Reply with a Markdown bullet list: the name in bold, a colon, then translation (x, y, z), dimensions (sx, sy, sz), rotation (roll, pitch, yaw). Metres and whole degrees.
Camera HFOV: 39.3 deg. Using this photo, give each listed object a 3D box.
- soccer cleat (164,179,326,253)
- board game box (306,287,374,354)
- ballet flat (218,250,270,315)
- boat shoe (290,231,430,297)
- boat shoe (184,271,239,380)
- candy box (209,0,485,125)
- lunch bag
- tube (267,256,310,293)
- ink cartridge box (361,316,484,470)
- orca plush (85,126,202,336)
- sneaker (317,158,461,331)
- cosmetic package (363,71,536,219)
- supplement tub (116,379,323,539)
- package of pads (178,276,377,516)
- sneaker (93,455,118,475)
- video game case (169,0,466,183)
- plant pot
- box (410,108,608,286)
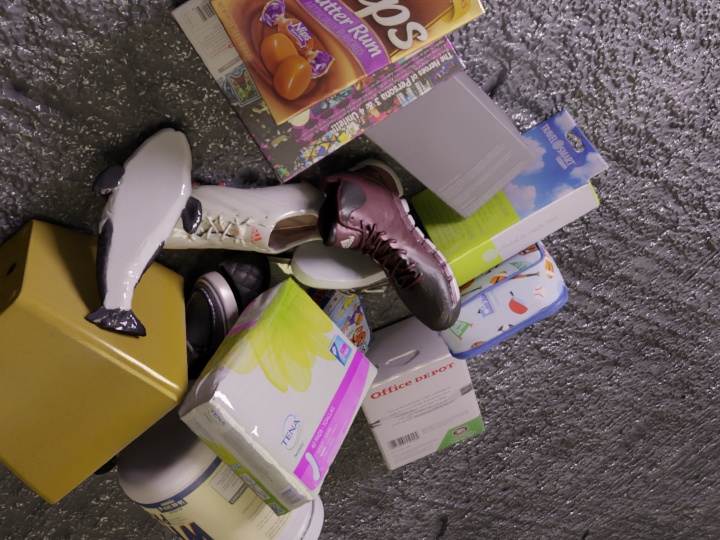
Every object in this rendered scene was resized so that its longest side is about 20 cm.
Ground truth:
- **soccer cleat**: translation (-0.126, -0.050, 1.039), dimensions (0.199, 0.078, 0.070), rotation (-9, 135, -15)
- **board game box**: translation (-0.060, 0.109, 1.168), dimensions (0.200, 0.034, 0.136), rotation (-55, 147, -28)
- **ballet flat**: translation (-0.137, 0.069, 1.127), dimensions (0.057, 0.066, 0.201), rotation (-9, 116, -30)
- **boat shoe**: translation (0.000, 0.000, 1.118), dimensions (0.199, 0.071, 0.064), rotation (-9, 141, -42)
- **boat shoe**: translation (-0.192, 0.095, 1.099), dimensions (0.092, 0.075, 0.201), rotation (-23, 140, -37)
- **candy box**: translation (-0.011, -0.221, 0.842), dimensions (0.199, 0.056, 0.117), rotation (-28, 105, 6)
- **lunch bag**: translation (0.143, 0.019, 1.145), dimensions (0.160, 0.200, 0.076), rotation (-32, 105, 8)
- **tube**: translation (-0.108, 0.066, 1.188), dimensions (0.058, 0.052, 0.201), rotation (-33, 149, -51)
- **ink cartridge box**: translation (0.070, 0.157, 1.322), dimensions (0.145, 0.085, 0.201), rotation (-22, 137, -2)
- **orca plush**: translation (-0.206, -0.035, 0.978), dimensions (0.104, 0.201, 0.071), rotation (3, 170, -7)
- **sneaker**: translation (0.015, -0.017, 1.033), dimensions (0.115, 0.201, 0.076), rotation (-16, 162, -47)
- **cosmetic package**: translation (0.078, -0.151, 1.022), dimensions (0.107, 0.090, 0.200), rotation (-39, 132, 15)
- **supplement tub**: translation (-0.144, 0.228, 1.071), dimensions (0.145, 0.145, 0.200), rotation (-33, 121, 11)
- **package of pads**: translation (-0.079, 0.119, 1.015), dimensions (0.068, 0.200, 0.155), rotation (-30, 111, 38)
- **sneaker**: translation (-0.288, 0.125, 1.151), dimensions (0.201, 0.088, 0.074), rotation (-62, 155, 6)
- **video game case**: translation (-0.036, -0.206, 0.895), dimensions (0.199, 0.036, 0.182), rotation (-31, 106, 8)
- **plant pot**: translation (-0.308, 0.071, 1.012), dimensions (0.200, 0.200, 0.176), rotation (-38, 123, 16)
- **box**: translation (0.164, -0.081, 1.098), dimensions (0.199, 0.122, 0.048), rotation (-30, 133, 7)
